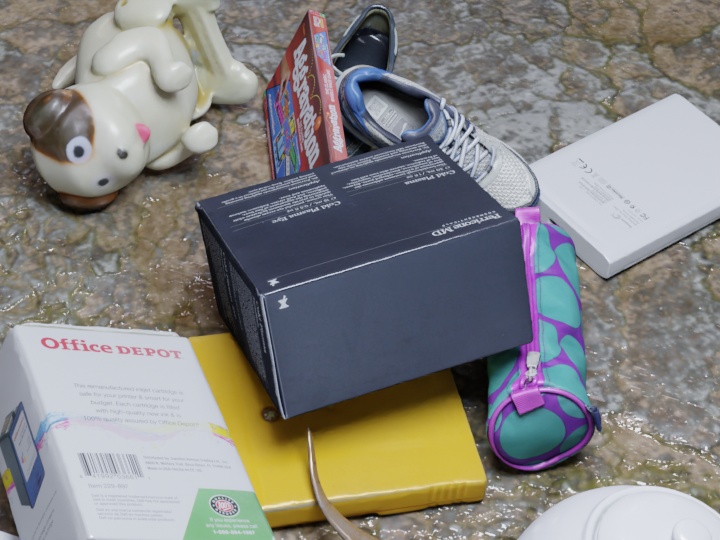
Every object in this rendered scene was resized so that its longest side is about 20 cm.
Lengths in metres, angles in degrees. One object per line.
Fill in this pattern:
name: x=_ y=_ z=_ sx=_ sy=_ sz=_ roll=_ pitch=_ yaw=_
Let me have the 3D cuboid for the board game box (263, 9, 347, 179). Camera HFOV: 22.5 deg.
board game box: x=-0.049 y=-0.120 z=1.539 sx=0.019 sy=0.103 sz=0.201 roll=15 pitch=40 yaw=-23

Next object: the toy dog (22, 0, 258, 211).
toy dog: x=-0.206 y=-0.147 z=1.531 sx=0.192 sy=0.141 sz=0.201 roll=6 pitch=43 yaw=21

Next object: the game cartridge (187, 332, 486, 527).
game cartridge: x=-0.022 y=0.112 z=1.361 sx=0.198 sy=0.033 sz=0.177 roll=-4 pitch=45 yaw=-13

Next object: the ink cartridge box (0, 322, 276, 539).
ink cartridge box: x=-0.165 y=0.136 z=1.250 sx=0.144 sy=0.088 sz=0.201 roll=6 pitch=40 yaw=-34

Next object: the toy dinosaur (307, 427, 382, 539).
toy dinosaur: x=0.020 y=0.205 z=1.258 sx=0.199 sy=0.061 sz=0.106 roll=30 pitch=34 yaw=7

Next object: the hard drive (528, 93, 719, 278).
hard drive: x=0.245 y=-0.077 z=1.573 sx=0.199 sy=0.026 sz=0.132 roll=-26 pitch=52 yaw=-27

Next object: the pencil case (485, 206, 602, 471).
pencil case: x=0.133 y=0.052 z=1.387 sx=0.084 sy=0.093 sz=0.201 roll=-6 pitch=43 yaw=5

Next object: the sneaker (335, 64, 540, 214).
sneaker: x=0.062 y=-0.105 z=1.511 sx=0.199 sy=0.085 sz=0.078 roll=30 pitch=84 yaw=0

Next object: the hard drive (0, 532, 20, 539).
hard drive: x=-0.282 y=0.253 z=1.186 sx=0.130 sy=0.026 sz=0.201 roll=15 pitch=45 yaw=10

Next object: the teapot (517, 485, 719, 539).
teapot: x=0.182 y=0.211 z=1.170 sx=0.196 sy=0.147 sz=0.200 roll=30 pitch=46 yaw=8

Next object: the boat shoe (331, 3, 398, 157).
boat shoe: x=-0.006 y=-0.159 z=1.609 sx=0.074 sy=0.062 sz=0.201 roll=19 pitch=48 yaw=7

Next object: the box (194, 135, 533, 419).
box: x=0.000 y=0.000 z=1.344 sx=0.198 sy=0.105 sz=0.182 roll=-16 pitch=27 yaw=-13
